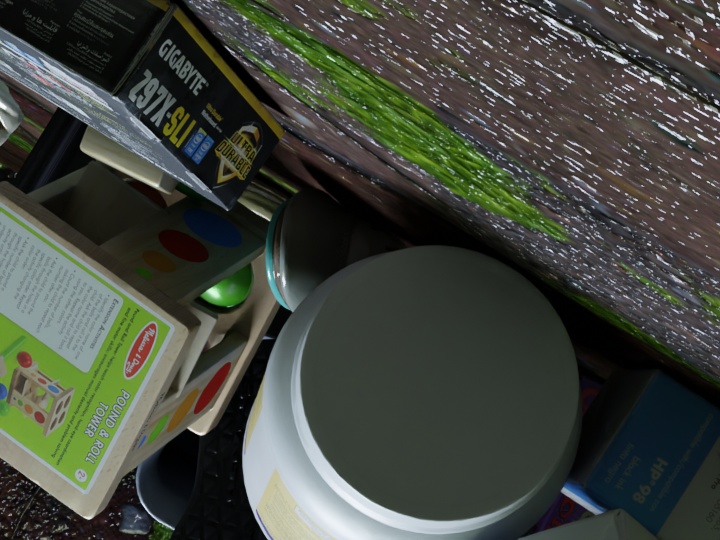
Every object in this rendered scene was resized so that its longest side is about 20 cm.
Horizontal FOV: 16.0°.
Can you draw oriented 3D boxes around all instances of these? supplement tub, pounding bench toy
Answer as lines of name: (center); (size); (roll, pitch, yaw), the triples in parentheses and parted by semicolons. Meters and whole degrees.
supplement tub: (0.023, 0.073, 1.190); (0.145, 0.145, 0.200); (33, 164, 2)
pounding bench toy: (-0.110, -0.008, 1.301); (0.124, 0.200, 0.156); (34, -153, 11)

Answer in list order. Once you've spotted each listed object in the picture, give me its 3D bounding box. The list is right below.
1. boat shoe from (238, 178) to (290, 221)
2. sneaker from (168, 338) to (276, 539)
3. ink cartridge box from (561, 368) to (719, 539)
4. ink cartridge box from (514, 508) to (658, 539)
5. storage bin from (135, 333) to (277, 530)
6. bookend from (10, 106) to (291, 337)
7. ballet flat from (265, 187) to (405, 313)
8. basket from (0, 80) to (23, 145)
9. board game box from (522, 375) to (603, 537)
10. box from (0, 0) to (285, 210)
boat shoe: (-0.006, 0.023, 1.463); (0.200, 0.068, 0.072); (33, 176, -4)
sneaker: (-0.049, 0.134, 1.400); (0.072, 0.200, 0.083); (-3, 153, 36)
ink cartridge box: (0.193, 0.126, 1.187); (0.200, 0.067, 0.116); (33, 175, -2)
ink cartridge box: (0.111, 0.185, 1.165); (0.115, 0.068, 0.200); (-18, 147, 22)
storage bin: (-0.042, 0.123, 1.538); (0.200, 0.146, 0.134); (32, -178, -15)
bookend: (-0.092, -0.005, 1.629); (0.199, 0.092, 0.200); (18, 158, 28)
ballet flat: (0.000, 0.000, 1.315); (0.064, 0.067, 0.200); (4, 171, 10)
basket: (-0.277, -0.106, 1.335); (0.136, 0.123, 0.200); (43, -176, -38)
board game box: (0.107, 0.168, 1.386); (0.032, 0.200, 0.120); (23, 172, 41)
box: (-0.141, -0.111, 1.073); (0.200, 0.049, 0.160); (31, 173, 20)
